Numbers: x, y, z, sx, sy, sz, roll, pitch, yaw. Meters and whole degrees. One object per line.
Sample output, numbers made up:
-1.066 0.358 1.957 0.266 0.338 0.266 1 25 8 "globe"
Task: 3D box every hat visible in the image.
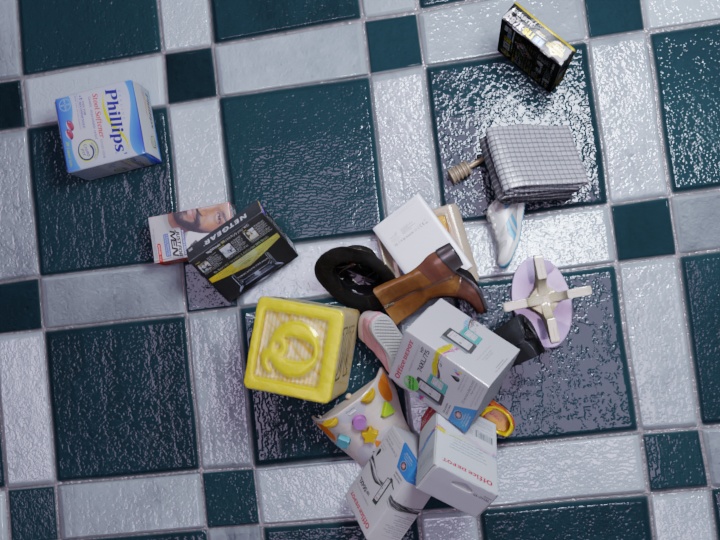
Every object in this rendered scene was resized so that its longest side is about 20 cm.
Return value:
0.000 0.000 1.600 0.199 0.201 0.081 11 45 8 "hat"

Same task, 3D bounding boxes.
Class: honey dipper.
0.289 -0.258 1.604 0.199 0.038 0.038 -29 84 3 "honey dipper"

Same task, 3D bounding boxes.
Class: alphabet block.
-0.121 0.166 1.551 0.194 0.200 0.198 8 89 9 "alphabet block"

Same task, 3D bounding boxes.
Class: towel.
0.368 -0.229 1.532 0.198 0.086 0.167 -5 63 -14 "towel"

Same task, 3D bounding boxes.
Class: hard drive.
0.137 -0.051 1.586 0.132 0.027 0.201 -37 81 8 "hard drive"

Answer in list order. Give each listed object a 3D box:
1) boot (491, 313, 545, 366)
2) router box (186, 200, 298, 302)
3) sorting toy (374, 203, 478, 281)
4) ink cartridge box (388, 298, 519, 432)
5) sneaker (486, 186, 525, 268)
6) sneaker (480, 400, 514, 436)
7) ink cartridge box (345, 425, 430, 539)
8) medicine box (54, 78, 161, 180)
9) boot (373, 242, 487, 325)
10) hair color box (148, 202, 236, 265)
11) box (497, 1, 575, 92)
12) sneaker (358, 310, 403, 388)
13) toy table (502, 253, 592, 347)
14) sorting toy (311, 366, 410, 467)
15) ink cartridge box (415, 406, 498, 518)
0.270 0.141 1.513 0.165 0.200 0.066 52 50 -2 "boot"
-0.264 -0.040 1.610 0.199 0.157 0.052 -33 41 4 "router box"
0.148 -0.037 1.611 0.199 0.036 0.186 -17 85 6 "sorting toy"
0.189 0.190 1.466 0.199 0.146 0.147 33 132 20 "ink cartridge box"
0.315 -0.104 1.575 0.080 0.077 0.202 8 79 6 "sneaker"
0.251 0.289 1.560 0.199 0.077 0.073 28 93 10 "sneaker"
0.070 0.459 1.522 0.084 0.146 0.201 28 100 -29 "ink cartridge box"
-0.594 -0.331 1.693 0.198 0.103 0.184 -13 85 8 "medicine box"
0.154 0.064 1.534 0.199 0.069 0.189 -34 119 11 "boot"
-0.386 -0.085 1.672 0.198 0.064 0.112 -11 85 6 "hair color box"
0.369 -0.469 1.521 0.160 0.200 0.049 43 95 8 "box"
0.061 0.170 1.601 0.075 0.105 0.201 -37 113 -17 "sneaker"
0.395 0.065 1.533 0.183 0.117 0.201 -23 83 6 "toy table"
0.022 0.353 1.591 0.199 0.107 0.180 -36 102 4 "sorting toy"
0.195 0.372 1.443 0.145 0.200 0.083 28 121 -7 "ink cartridge box"
